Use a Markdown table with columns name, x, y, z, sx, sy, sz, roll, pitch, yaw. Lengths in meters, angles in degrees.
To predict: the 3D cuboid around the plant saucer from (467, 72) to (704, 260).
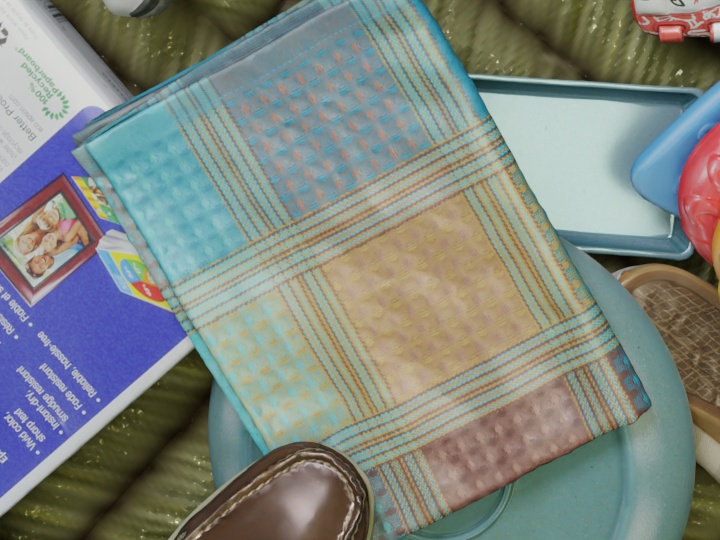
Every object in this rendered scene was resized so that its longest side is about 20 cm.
| name | x | y | z | sx | sy | sz | roll | pitch | yaw |
| --- | --- | --- | --- | --- | --- | --- | --- | --- | --- |
| plant saucer | 0.038 | -0.046 | 0.946 | 0.199 | 0.019 | 0.070 | 4 | 95 | -3 |

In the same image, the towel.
| name | x | y | z | sx | sy | sz | roll | pitch | yaw |
| --- | --- | --- | --- | --- | --- | --- | --- | --- | --- |
| towel | 0.000 | 0.000 | 0.880 | 0.146 | 0.022 | 0.200 | -29 | 97 | 15 |

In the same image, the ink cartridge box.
| name | x | y | z | sx | sy | sz | roll | pitch | yaw |
| --- | --- | --- | --- | --- | --- | --- | --- | --- | --- |
| ink cartridge box | -0.170 | -0.010 | 0.928 | 0.200 | 0.047 | 0.198 | -40 | 96 | 11 |

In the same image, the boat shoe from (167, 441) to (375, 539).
| name | x | y | z | sx | sy | sz | roll | pitch | yaw |
| --- | --- | --- | --- | --- | --- | --- | --- | --- | --- |
| boat shoe | -0.064 | 0.146 | 0.843 | 0.075 | 0.075 | 0.203 | 35 | 80 | 8 |

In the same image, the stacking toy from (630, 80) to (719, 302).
| name | x | y | z | sx | sy | sz | roll | pitch | yaw |
| --- | --- | --- | --- | --- | --- | --- | --- | --- | --- |
| stacking toy | 0.176 | 0.020 | 0.853 | 0.116 | 0.200 | 0.110 | 26 | 132 | -27 |

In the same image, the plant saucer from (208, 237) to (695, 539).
| name | x | y | z | sx | sy | sz | roll | pitch | yaw |
| --- | --- | --- | --- | --- | --- | --- | --- | --- | --- |
| plant saucer | 0.031 | 0.074 | 0.923 | 0.199 | 0.027 | 0.201 | 4 | 104 | 14 |

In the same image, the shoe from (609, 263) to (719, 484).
| name | x | y | z | sx | sy | sz | roll | pitch | yaw |
| --- | --- | --- | --- | --- | --- | --- | --- | --- | --- |
| shoe | 0.174 | 0.065 | 0.947 | 0.200 | 0.053 | 0.070 | 40 | 83 | -8 |

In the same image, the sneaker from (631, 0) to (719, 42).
| name | x | y | z | sx | sy | sz | roll | pitch | yaw |
| --- | --- | --- | --- | --- | --- | --- | --- | --- | --- |
| sneaker | 0.175 | -0.108 | 0.926 | 0.108 | 0.067 | 0.201 | -28 | 115 | 26 |

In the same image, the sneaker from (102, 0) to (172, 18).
| name | x | y | z | sx | sy | sz | roll | pitch | yaw |
| --- | --- | --- | --- | --- | --- | --- | --- | --- | --- |
| sneaker | -0.113 | -0.193 | 0.908 | 0.087 | 0.075 | 0.201 | -13 | 87 | 7 |
